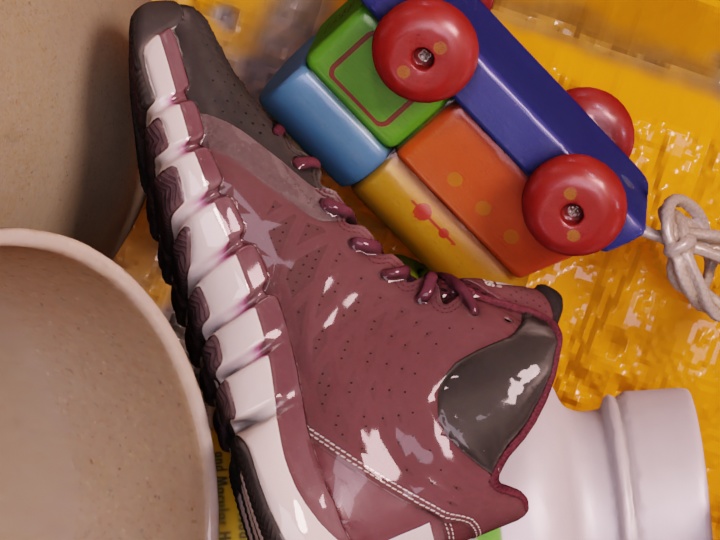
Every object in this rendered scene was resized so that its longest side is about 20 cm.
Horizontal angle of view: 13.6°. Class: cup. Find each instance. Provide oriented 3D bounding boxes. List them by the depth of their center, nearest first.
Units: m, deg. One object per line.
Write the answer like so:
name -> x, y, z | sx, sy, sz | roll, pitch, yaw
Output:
cup -> -0.159, 0.082, 0.888 | 0.143, 0.200, 0.201 | 6, 100, 37

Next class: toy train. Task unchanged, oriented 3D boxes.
toy train -> 0.046, -0.006, 1.009 | 0.116, 0.085, 0.200 | -40, 102, 20

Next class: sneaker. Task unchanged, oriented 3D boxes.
sneaker -> 0.000, 0.000, 0.945 | 0.115, 0.076, 0.200 | -15, 78, -9

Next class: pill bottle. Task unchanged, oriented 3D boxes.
pill bottle -> 0.014, 0.089, 0.999 | 0.199, 0.111, 0.111 | -5, 98, 1

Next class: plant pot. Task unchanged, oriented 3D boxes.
plant pot -> -0.166, -0.054, 0.970 | 0.200, 0.134, 0.201 | 0, 97, 0
